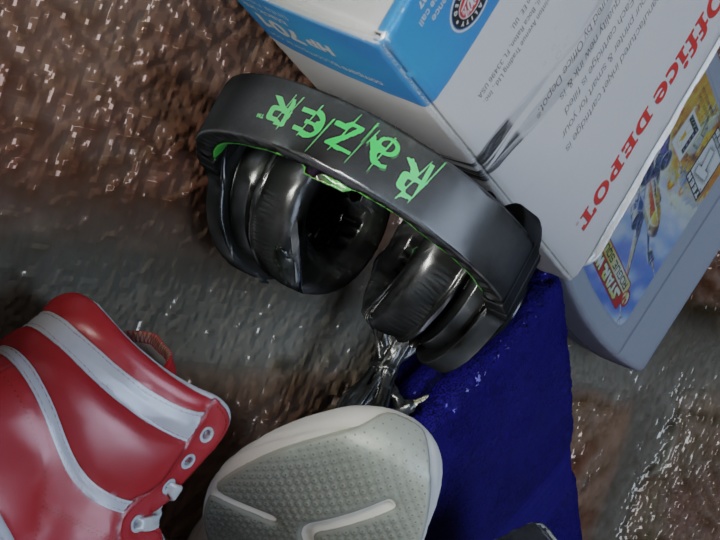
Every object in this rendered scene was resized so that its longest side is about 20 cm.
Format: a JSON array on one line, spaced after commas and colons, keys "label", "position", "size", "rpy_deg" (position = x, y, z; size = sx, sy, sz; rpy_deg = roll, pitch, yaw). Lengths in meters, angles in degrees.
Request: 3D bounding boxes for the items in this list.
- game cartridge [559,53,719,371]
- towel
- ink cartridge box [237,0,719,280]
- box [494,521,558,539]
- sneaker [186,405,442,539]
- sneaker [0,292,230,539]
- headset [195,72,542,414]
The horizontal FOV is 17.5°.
[{"label": "game cartridge", "position": [0.118, -0.043, 1.050], "size": [0.134, 0.041, 0.200], "rpy_deg": [-59, 147, -18]}, {"label": "towel", "position": [0.040, 0.104, 1.012], "size": [0.148, 0.049, 0.201], "rpy_deg": [-45, 144, -35]}, {"label": "ink cartridge box", "position": [0.052, -0.108, 0.864], "size": [0.147, 0.086, 0.200], "rpy_deg": [-59, 148, -10]}, {"label": "box", "position": [0.071, 0.247, 0.926], "size": [0.123, 0.197, 0.201], "rpy_deg": [-22, 141, -21]}, {"label": "sneaker", "position": [-0.021, 0.082, 0.848], "size": [0.080, 0.070, 0.200], "rpy_deg": [-59, -173, -32]}, {"label": "sneaker", "position": [-0.089, 0.096, 0.805], "size": [0.112, 0.071, 0.201], "rpy_deg": [-44, 140, -25]}, {"label": "headset", "position": [0.000, 0.000, 0.832], "size": [0.094, 0.123, 0.200], "rpy_deg": [-60, 164, -11]}]
